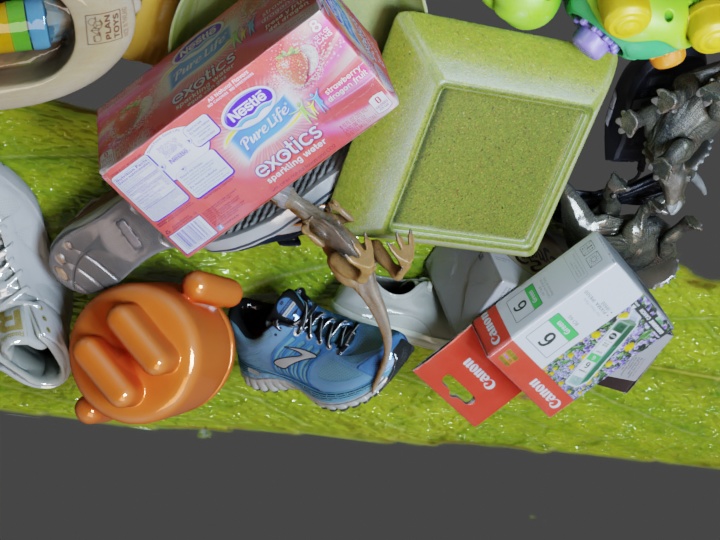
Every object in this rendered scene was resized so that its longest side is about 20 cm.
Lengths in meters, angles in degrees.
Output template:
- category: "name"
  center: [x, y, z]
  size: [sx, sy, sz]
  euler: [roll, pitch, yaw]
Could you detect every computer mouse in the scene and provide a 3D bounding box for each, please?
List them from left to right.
- category: "computer mouse"
  center: [0.218, -0.123, 1.290]
  size: [0.139, 0.046, 0.201]
  euler: [-15, 144, -10]

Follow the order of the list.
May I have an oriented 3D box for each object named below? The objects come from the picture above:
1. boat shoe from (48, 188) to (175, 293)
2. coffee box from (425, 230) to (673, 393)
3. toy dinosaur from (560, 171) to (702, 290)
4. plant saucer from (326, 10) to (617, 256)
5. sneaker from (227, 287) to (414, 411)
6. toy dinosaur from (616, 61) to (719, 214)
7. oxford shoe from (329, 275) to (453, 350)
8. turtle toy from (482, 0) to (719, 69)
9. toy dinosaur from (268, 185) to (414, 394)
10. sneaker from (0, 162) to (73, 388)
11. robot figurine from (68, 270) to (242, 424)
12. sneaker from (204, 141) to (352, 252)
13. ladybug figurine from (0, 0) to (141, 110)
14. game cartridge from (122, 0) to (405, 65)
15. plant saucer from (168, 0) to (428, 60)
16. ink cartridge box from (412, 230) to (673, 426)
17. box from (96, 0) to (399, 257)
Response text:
- category: "boat shoe"
  center: [-0.164, -0.055, 1.213]
  size: [0.199, 0.072, 0.076]
  euler: [-24, 115, 10]
- category: "coffee box"
  center: [0.171, 0.027, 1.356]
  size: [0.199, 0.113, 0.080]
  euler: [17, 123, -28]
- category: "toy dinosaur"
  center: [0.232, -0.030, 1.313]
  size: [0.199, 0.077, 0.103]
  euler: [6, 131, -38]
- category: "plant saucer"
  center: [0.094, -0.091, 1.185]
  size: [0.198, 0.048, 0.201]
  euler: [6, 124, -23]
- category: "sneaker"
  center: [-0.045, 0.062, 1.295]
  size: [0.199, 0.078, 0.090]
  euler: [1, 129, 39]
- category: "toy dinosaur"
  center: [0.271, -0.131, 1.190]
  size: [0.102, 0.077, 0.201]
  euler: [-29, 157, -47]
- category: "oxford shoe"
  center: [0.066, 0.039, 1.368]
  size: [0.199, 0.075, 0.058]
  euler: [15, 99, -28]
- category: "turtle toy"
  center: [0.190, -0.220, 1.146]
  size: [0.198, 0.147, 0.101]
  euler: [6, 149, -20]
- category: "toy dinosaur"
  center: [0.000, 0.000, 1.184]
  size: [0.060, 0.106, 0.201]
  euler: [-39, 103, -26]
- category: "sneaker"
  center: [-0.281, 0.006, 1.200]
  size: [0.073, 0.116, 0.201]
  euler: [-21, 131, 4]
- category: "robot figurine"
  center: [-0.170, 0.066, 1.252]
  size: [0.116, 0.200, 0.145]
  euler: [10, 91, 10]
- category: "sneaker"
  center: [-0.042, -0.058, 1.242]
  size: [0.199, 0.079, 0.079]
  euler: [-26, 138, 12]
- category: "ladybug figurine"
  center: [-0.257, -0.185, 1.070]
  size: [0.198, 0.072, 0.136]
  euler: [-6, 131, -11]
- category: "game cartridge"
  center: [-0.063, -0.212, 1.134]
  size: [0.199, 0.033, 0.177]
  euler: [11, 125, -27]
- category: "plant saucer"
  center: [-0.048, -0.177, 1.130]
  size: [0.198, 0.031, 0.201]
  euler: [-8, 131, -10]
- category: "ink cartridge box"
  center: [0.155, 0.067, 1.274]
  size: [0.200, 0.050, 0.109]
  euler: [-38, 129, 12]
- category: "box"
  center: [-0.085, -0.119, 1.082]
  size: [0.199, 0.095, 0.103]
  euler: [-35, 126, 14]
